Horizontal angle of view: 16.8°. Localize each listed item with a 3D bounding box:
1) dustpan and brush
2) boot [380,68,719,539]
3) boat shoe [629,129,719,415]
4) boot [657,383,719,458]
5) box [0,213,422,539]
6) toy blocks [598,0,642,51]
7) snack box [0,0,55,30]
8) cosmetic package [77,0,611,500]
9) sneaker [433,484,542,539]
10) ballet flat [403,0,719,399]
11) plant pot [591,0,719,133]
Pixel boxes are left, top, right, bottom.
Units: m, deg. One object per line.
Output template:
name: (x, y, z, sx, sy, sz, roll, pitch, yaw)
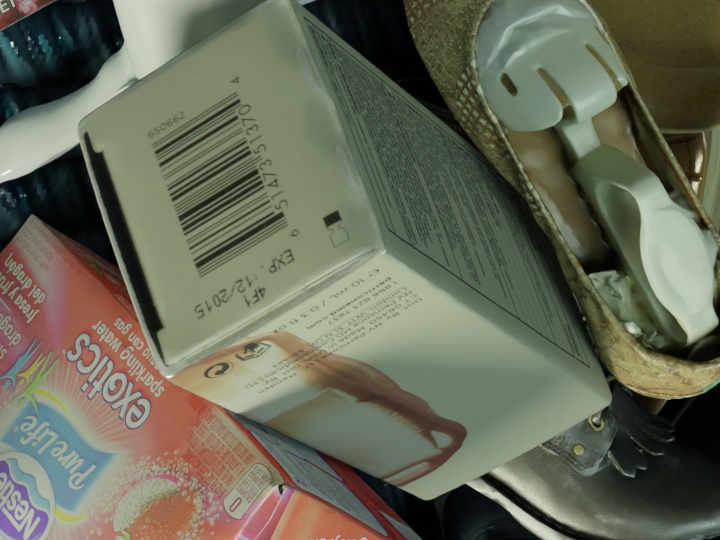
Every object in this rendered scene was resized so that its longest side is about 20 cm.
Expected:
dustpan and brush: (-0.060, -0.088, 0.841, 0.199, 0.140, 0.057, -22, 108, 13)
boot: (0.084, 0.017, 0.961, 0.199, 0.069, 0.175, 16, 116, 4)
boat shoe: (0.124, -0.012, 1.019, 0.072, 0.072, 0.201, -37, 147, -40)
boot: (0.173, 0.114, 1.072, 0.073, 0.154, 0.204, -14, 125, -29)
box: (-0.070, 0.078, 0.852, 0.095, 0.200, 0.103, -52, 132, 3)
toy blocks: (0.141, -0.175, 0.936, 0.136, 0.100, 0.201, -18, 125, -39)
snack box: (-0.100, -0.197, 0.763, 0.168, 0.068, 0.201, -31, 128, -15)
cosmetic package: (0.000, 0.000, 0.828, 0.087, 0.104, 0.200, -30, 152, 16)
sneaker: (0.098, 0.187, 1.046, 0.077, 0.146, 0.203, -30, 119, 9)
ballet flat: (0.083, -0.044, 0.856, 0.070, 0.065, 0.200, -36, 101, -15)
plant pot: (0.092, -0.143, 0.854, 0.027, 0.199, 0.201, -42, 137, -41)
